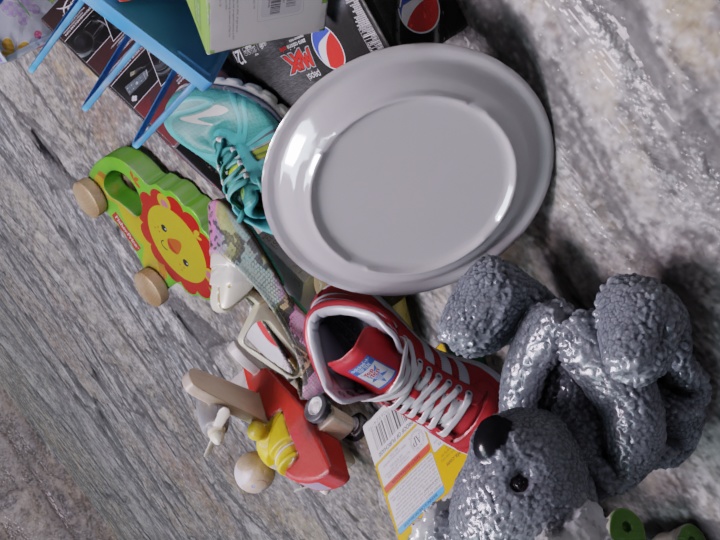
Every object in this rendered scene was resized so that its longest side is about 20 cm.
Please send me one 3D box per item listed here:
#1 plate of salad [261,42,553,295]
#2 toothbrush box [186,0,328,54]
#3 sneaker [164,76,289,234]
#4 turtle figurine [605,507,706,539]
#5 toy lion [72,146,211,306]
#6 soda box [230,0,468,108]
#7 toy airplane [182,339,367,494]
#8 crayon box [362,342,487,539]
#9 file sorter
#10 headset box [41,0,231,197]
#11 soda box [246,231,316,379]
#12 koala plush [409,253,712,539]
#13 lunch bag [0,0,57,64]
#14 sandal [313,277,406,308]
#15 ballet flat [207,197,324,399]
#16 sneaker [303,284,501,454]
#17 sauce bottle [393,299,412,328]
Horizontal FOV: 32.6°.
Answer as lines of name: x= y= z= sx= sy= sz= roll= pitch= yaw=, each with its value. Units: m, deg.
plate of salad: x=0.031 y=-0.067 z=0.825 sx=0.048 sy=0.198 sz=0.202 roll=-106 pitch=1 yaw=-51
toothbrush box: x=-0.086 y=-0.264 z=0.776 sx=0.146 sy=0.085 sz=0.201 roll=100 pitch=150 yaw=-57
sneaker: x=-0.073 y=-0.076 z=0.909 sx=0.199 sy=0.080 sz=0.078 roll=34 pitch=137 yaw=20
turtle figurine: x=0.180 y=0.272 z=0.987 sx=0.144 sy=0.200 sz=0.194 roll=44 pitch=143 yaw=-3
toy lion: x=-0.219 y=-0.053 z=1.374 sx=0.201 sy=0.068 sz=0.191 roll=55 pitch=147 yaw=-4
soda box: x=-0.015 y=-0.167 z=0.872 sx=0.199 sy=0.071 sz=0.064 roll=-3 pitch=120 yaw=59
toy airplane: x=-0.096 y=0.168 z=1.321 sx=0.199 sy=0.142 sz=0.199 roll=33 pitch=-178 yaw=3
crayon box: x=0.079 y=0.179 z=1.012 sx=0.126 sy=0.051 sz=0.201 roll=-49 pitch=43 yaw=34
file sorter: x=-0.191 y=-0.207 z=0.882 sx=0.199 sy=0.140 sz=0.122 roll=36 pitch=138 yaw=-18
headset box: x=-0.160 y=-0.154 z=1.065 sx=0.200 sy=0.077 sz=0.149 roll=44 pitch=179 yaw=19
soda box: x=-0.063 y=0.024 z=1.198 sx=0.068 sy=0.063 sz=0.201 roll=44 pitch=153 yaw=18
koala plush: x=0.128 y=0.125 z=0.820 sx=0.176 sy=0.201 sz=0.184 roll=6 pitch=144 yaw=44
lunch bag: x=-0.401 y=-0.314 z=1.271 sx=0.169 sy=0.127 sz=0.202 roll=5 pitch=120 yaw=54
sandal: x=0.042 y=-0.047 z=0.945 sx=0.078 sy=0.070 sz=0.212 roll=41 pitch=130 yaw=7
ballet flat: x=-0.087 y=0.032 z=1.091 sx=0.201 sy=0.071 sz=0.069 roll=54 pitch=163 yaw=-14
sneaker: x=0.040 y=0.083 z=0.898 sx=0.199 sy=0.072 sz=0.112 roll=35 pitch=-170 yaw=4
sauce bottle: x=0.000 y=0.000 z=1.063 sx=0.066 sy=0.066 sz=0.201 roll=26 pitch=145 yaw=42
